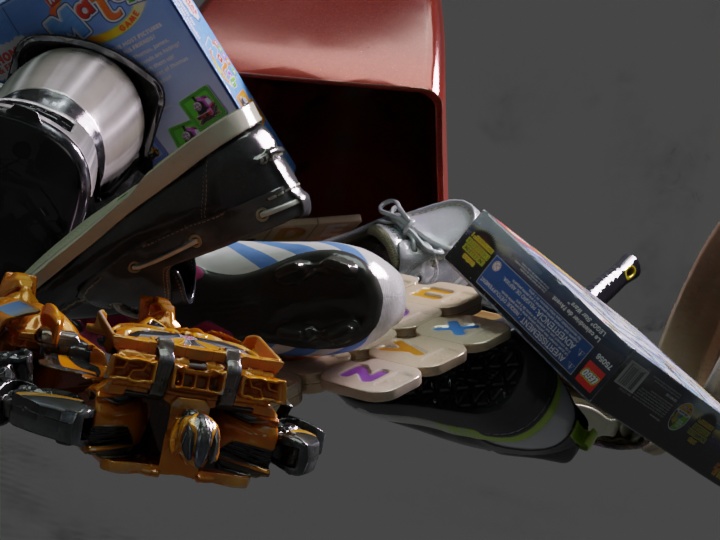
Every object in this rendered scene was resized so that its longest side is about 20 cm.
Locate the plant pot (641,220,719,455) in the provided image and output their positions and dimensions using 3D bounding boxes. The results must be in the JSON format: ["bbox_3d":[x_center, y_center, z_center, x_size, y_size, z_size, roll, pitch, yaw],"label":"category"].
[{"bbox_3d":[0.316,0.067,1.079,0.182,0.202,0.200,23,2,0],"label":"plant pot"}]

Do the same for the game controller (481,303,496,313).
[{"bbox_3d":[0.059,0.031,1.276,0.199,0.043,0.104,13,4,34],"label":"game controller"}]

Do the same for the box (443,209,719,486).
[{"bbox_3d":[0.147,0.052,0.915,0.200,0.040,0.137,33,11,-48],"label":"box"}]

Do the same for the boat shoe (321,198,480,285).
[{"bbox_3d":[-0.001,-0.001,1.069,0.200,0.065,0.075,-22,43,-11],"label":"boat shoe"}]

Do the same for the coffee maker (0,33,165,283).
[{"bbox_3d":[-0.199,-0.030,0.969,0.133,0.194,0.200,-2,21,6],"label":"coffee maker"}]

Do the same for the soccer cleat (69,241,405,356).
[{"bbox_3d":[-0.069,0.017,0.851,0.198,0.071,0.086,3,1,19],"label":"soccer cleat"}]

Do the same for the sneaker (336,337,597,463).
[{"bbox_3d":[0.058,0.078,0.935,0.083,0.072,0.199,40,-14,-33],"label":"sneaker"}]

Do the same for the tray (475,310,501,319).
[{"bbox_3d":[0.015,0.048,1.147,0.198,0.037,0.099,13,-23,5],"label":"tray"}]

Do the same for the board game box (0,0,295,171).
[{"bbox_3d":[-0.158,-0.115,1.064,0.150,0.201,0.037,-24,23,21],"label":"board game box"}]

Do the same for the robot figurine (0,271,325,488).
[{"bbox_3d":[-0.097,0.044,0.668,0.144,0.059,0.200,10,2,-26],"label":"robot figurine"}]

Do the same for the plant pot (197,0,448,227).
[{"bbox_3d":[-0.021,-0.138,1.184,0.198,0.177,0.201,7,-36,9],"label":"plant pot"}]

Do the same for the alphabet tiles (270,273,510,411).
[{"bbox_3d":[-0.023,0.038,0.884,0.194,0.015,0.199,11,23,39],"label":"alphabet tiles"}]

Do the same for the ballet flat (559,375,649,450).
[{"bbox_3d":[0.106,0.079,1.057,0.198,0.070,0.071,13,22,3],"label":"ballet flat"}]

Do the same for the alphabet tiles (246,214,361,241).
[{"bbox_3d":[-0.086,-0.004,1.144,0.198,0.008,0.167,-4,-18,-21],"label":"alphabet tiles"}]

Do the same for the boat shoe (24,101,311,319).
[{"bbox_3d":[-0.115,-0.002,0.785,0.068,0.199,0.072,53,19,-10],"label":"boat shoe"}]

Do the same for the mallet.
[{"bbox_3d":[0.132,0.026,1.034,0.041,0.066,0.200,-7,25,39],"label":"mallet"}]
